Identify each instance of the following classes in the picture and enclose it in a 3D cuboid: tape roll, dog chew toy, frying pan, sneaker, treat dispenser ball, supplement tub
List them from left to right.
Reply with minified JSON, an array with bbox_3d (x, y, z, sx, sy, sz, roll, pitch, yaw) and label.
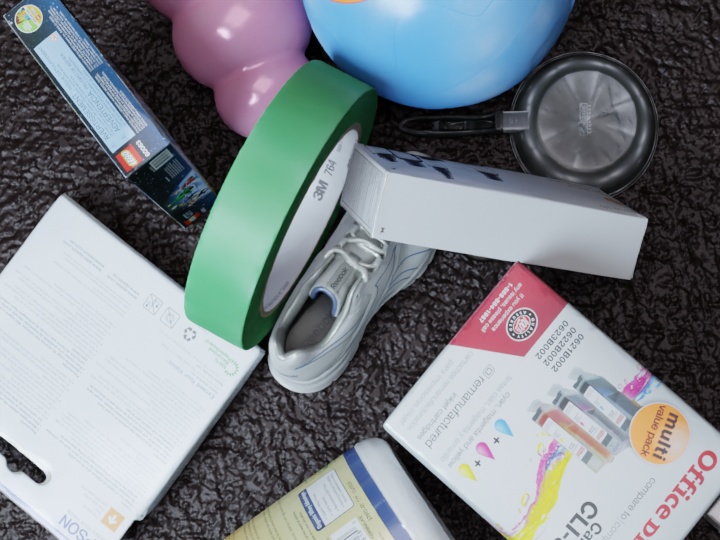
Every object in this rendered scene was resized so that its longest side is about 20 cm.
[{"bbox_3d":[-0.091,-0.191,1.035,0.123,0.125,0.202,-21,89,1],"label":"dog chew toy"},{"bbox_3d":[-0.053,-0.045,0.968,0.048,0.200,0.202,26,85,7],"label":"tape roll"},{"bbox_3d":[-0.029,0.226,0.958,0.199,0.144,0.145,-35,81,-2],"label":"supplement tub"},{"bbox_3d":[0.000,0.000,1.016,0.074,0.087,0.201,30,84,9],"label":"sneaker"},{"bbox_3d":[0.055,-0.216,0.984,0.198,0.201,0.204,-1,82,4],"label":"treat dispenser ball"},{"bbox_3d":[0.135,-0.125,1.056,0.188,0.031,0.116,23,84,3],"label":"frying pan"}]

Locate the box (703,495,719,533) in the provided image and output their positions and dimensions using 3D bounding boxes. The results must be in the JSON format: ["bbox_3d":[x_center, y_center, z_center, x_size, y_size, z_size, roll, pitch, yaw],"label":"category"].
[{"bbox_3d":[0.322,0.110,1.004,0.039,0.041,0.200,40,86,8],"label":"box"}]

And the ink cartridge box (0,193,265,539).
[{"bbox_3d":[-0.205,0.081,1.041,0.199,0.041,0.201,37,86,8],"label":"ink cartridge box"}]

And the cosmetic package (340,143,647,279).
[{"bbox_3d":[0.093,-0.042,0.976,0.198,0.083,0.051,9,107,-20],"label":"cosmetic package"}]

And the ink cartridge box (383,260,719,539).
[{"bbox_3d":[0.136,0.119,0.962,0.200,0.145,0.146,40,86,7],"label":"ink cartridge box"}]

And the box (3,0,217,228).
[{"bbox_3d":[-0.168,-0.108,0.984,0.038,0.200,0.137,-38,81,-2],"label":"box"}]
